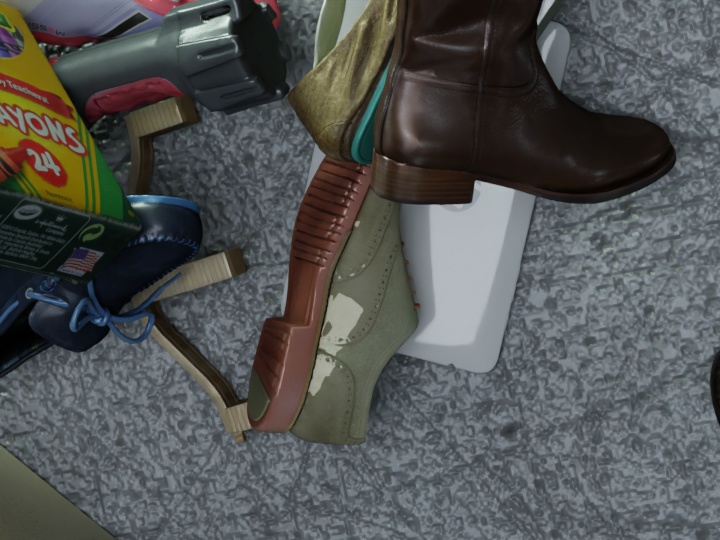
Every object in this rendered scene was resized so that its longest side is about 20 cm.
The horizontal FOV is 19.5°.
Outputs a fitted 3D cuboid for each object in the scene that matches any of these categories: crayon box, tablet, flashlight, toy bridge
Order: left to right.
[{"bbox_3d":[-0.209,-0.091,1.090,0.051,0.127,0.200,-44,60,20],"label":"crayon box"},{"bbox_3d":[-0.129,-0.096,1.155,0.200,0.068,0.068,-10,75,32],"label":"flashlight"},{"bbox_3d":[-0.099,0.004,1.206,0.067,0.027,0.200,-17,92,18],"label":"toy bridge"},{"bbox_3d":[0.035,-0.052,1.173,0.130,0.014,0.200,14,100,12],"label":"tablet"}]

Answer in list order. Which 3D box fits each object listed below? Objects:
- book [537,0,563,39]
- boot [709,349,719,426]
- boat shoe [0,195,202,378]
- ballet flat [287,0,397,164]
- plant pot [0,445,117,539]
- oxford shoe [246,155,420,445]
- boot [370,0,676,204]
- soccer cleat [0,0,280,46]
[{"bbox_3d":[0.045,-0.230,1.131,0.200,0.048,0.134,35,97,8],"label":"book"},{"bbox_3d":[0.232,0.132,1.059,0.069,0.174,0.200,-26,90,16],"label":"boot"},{"bbox_3d":[-0.155,0.017,1.176,0.200,0.084,0.069,-28,57,45],"label":"boat shoe"},{"bbox_3d":[0.025,-0.152,1.093,0.072,0.068,0.200,36,100,24],"label":"ballet flat"},{"bbox_3d":[-0.229,0.244,1.191,0.200,0.177,0.200,37,104,8],"label":"plant pot"},{"bbox_3d":[0.000,0.000,1.158,0.074,0.071,0.200,17,97,-19],"label":"oxford shoe"},{"bbox_3d":[0.095,-0.135,1.057,0.064,0.186,0.200,38,129,52],"label":"boot"},{"bbox_3d":[-0.142,-0.154,1.189,0.200,0.067,0.077,15,136,5],"label":"soccer cleat"}]
